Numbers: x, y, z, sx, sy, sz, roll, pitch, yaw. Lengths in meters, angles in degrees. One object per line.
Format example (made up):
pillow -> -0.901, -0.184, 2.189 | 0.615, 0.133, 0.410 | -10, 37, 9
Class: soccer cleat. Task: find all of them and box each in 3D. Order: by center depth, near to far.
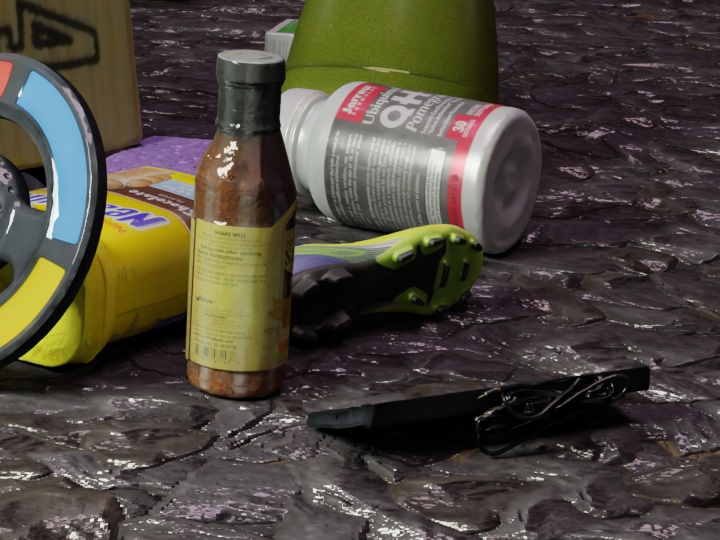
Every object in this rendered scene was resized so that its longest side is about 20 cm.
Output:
soccer cleat -> 0.000, -0.001, 1.428 | 0.199, 0.065, 0.083 | -13, 27, -41

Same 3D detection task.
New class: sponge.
sponge -> -0.153, -0.069, 1.691 | 0.110, 0.030, 0.200 | 8, 17, 16

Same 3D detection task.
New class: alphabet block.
alphabet block -> -0.311, -0.188, 1.716 | 0.194, 0.202, 0.196 | 6, 15, 39

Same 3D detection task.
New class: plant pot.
plant pot -> 0.031, -0.208, 1.800 | 0.198, 0.195, 0.200 | 7, -5, 1

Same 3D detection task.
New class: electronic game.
electronic game -> -0.233, -0.034, 1.283 | 0.199, 0.202, 0.042 | 15, -5, 34

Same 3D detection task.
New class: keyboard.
keyboard -> 0.076, 0.086, 1.238 | 0.198, 0.040, 0.104 | -7, -4, -28

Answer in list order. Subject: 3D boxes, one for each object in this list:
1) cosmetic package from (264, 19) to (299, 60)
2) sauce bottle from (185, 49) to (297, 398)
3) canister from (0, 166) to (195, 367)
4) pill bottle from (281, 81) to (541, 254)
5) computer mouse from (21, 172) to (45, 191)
cosmetic package -> 0.015, -0.180, 2.002 | 0.198, 0.086, 0.108 | 4, 14, 7
sauce bottle -> -0.069, -0.028, 1.269 | 0.065, 0.202, 0.066 | 5, 17, -1
canister -> -0.168, -0.009, 1.392 | 0.148, 0.087, 0.199 | 14, 18, 32
pill bottle -> 0.028, -0.083, 1.632 | 0.198, 0.112, 0.110 | 12, 19, 27
computer mouse -> -0.324, -0.035, 1.524 | 0.198, 0.046, 0.141 | -13, 24, -12
